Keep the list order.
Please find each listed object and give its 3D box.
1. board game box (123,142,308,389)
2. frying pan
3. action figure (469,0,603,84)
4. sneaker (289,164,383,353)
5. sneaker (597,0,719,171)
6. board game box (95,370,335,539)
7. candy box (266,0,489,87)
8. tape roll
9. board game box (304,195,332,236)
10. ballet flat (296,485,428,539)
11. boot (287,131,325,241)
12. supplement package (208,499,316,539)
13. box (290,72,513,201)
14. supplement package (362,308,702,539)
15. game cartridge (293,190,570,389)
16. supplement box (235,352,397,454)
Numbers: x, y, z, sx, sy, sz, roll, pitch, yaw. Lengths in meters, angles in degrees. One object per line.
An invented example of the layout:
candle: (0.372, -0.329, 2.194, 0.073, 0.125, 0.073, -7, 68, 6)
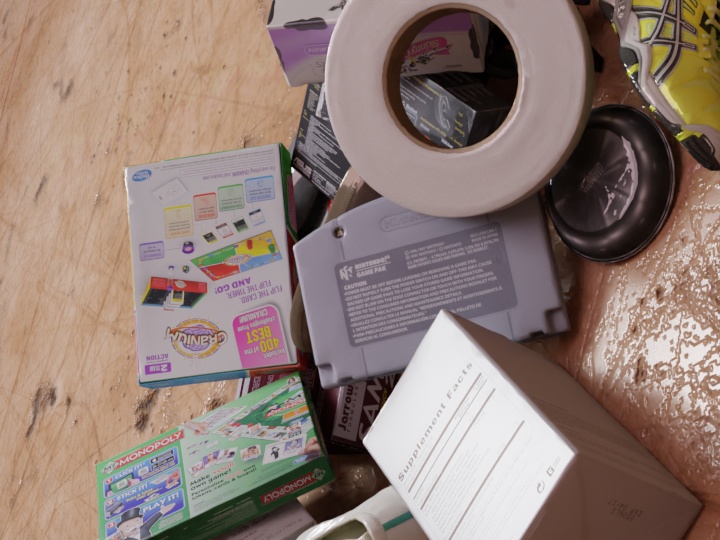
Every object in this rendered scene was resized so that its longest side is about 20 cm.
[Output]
board game box: (-0.130, -0.003, 1.265, 0.040, 0.151, 0.203, 41, -137, -75)
frying pan: (0.169, -0.100, 1.036, 0.114, 0.031, 0.193, -28, 68, 41)
action figure: (0.117, -0.182, 1.180, 0.199, 0.069, 0.132, -13, 71, 61)
sneaker: (0.000, 0.000, 1.162, 0.075, 0.070, 0.202, 31, 125, 16)
sneaker: (0.222, -0.159, 0.979, 0.076, 0.075, 0.202, -31, 55, 20)
board game box: (-0.125, 0.168, 1.176, 0.198, 0.029, 0.135, -25, 28, 1)
candy box: (0.024, -0.252, 1.152, 0.165, 0.072, 0.202, -2, 54, 16)
tape roll: (0.072, -0.140, 1.032, 0.200, 0.037, 0.206, 1, 94, 19)
board game box: (-0.023, -0.043, 1.358, 0.200, 0.046, 0.153, -37, 45, 46)
ballet flat: (-0.024, 0.219, 1.035, 0.200, 0.069, 0.070, -44, 39, 42)
boot: (-0.114, -0.057, 1.340, 0.070, 0.130, 0.202, 34, 103, 61)
supplement package: (-0.108, 0.242, 1.216, 0.120, 0.121, 0.200, -29, 28, -14)
box: (0.029, -0.113, 1.193, 0.200, 0.049, 0.159, 40, 128, 36)
supplement package: (0.109, 0.137, 0.954, 0.121, 0.120, 0.200, -59, 31, 11)
game cartridge: (0.051, 0.004, 1.077, 0.197, 0.040, 0.135, -14, 84, 14)
supplement box: (-0.045, 0.111, 1.298, 0.199, 0.060, 0.110, -12, 64, 58)
